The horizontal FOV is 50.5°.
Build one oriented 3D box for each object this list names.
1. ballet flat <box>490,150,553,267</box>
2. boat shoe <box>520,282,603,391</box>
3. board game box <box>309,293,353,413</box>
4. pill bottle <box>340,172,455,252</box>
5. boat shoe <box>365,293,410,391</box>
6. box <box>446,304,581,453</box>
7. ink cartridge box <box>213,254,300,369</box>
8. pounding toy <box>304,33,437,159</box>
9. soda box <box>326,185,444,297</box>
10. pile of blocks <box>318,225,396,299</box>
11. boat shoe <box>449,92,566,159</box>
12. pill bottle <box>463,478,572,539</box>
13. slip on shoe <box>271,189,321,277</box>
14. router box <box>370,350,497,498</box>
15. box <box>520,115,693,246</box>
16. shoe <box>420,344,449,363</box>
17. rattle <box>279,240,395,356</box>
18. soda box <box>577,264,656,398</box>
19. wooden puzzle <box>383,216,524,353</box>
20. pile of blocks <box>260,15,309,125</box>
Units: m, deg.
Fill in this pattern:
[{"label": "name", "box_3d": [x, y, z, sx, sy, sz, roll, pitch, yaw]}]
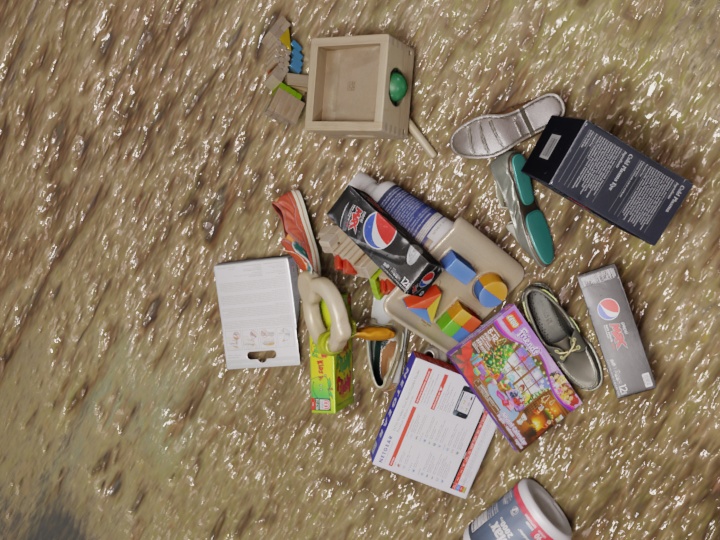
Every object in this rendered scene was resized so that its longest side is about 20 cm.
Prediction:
[{"label": "ballet flat", "box_3d": [0.269, -0.099, 1.283, 0.063, 0.067, 0.203, -16, 92, 47]}, {"label": "boat shoe", "box_3d": [0.330, 0.113, 1.262, 0.072, 0.060, 0.203, -34, 81, 17]}, {"label": "board game box", "box_3d": [-0.052, 0.146, 1.375, 0.047, 0.101, 0.204, -2, 91, 18]}, {"label": "pill bottle", "box_3d": [0.062, -0.083, 1.323, 0.199, 0.111, 0.112, 35, 102, 14]}, {"label": "boat shoe", "box_3d": [0.049, 0.112, 1.354, 0.074, 0.068, 0.204, -4, 87, 21]}, {"label": "box", "box_3d": [0.253, 0.177, 1.258, 0.136, 0.039, 0.201, -37, 94, -5]}, {"label": "ink cartridge box", "box_3d": [-0.190, 0.079, 1.455, 0.160, 0.057, 0.203, -6, 98, 19]}, {"label": "pounding toy", "box_3d": [0.025, -0.298, 1.332, 0.197, 0.142, 0.187, 6, 93, 29]}, {"label": "soda box", "box_3d": [0.038, -0.048, 1.220, 0.200, 0.071, 0.064, 45, 104, 25]}, {"label": "pile of blocks", "box_3d": [0.000, 0.000, 1.311, 0.199, 0.062, 0.083, 33, 146, 18]}, {"label": "boat shoe", "box_3d": [0.248, -0.236, 1.279, 0.197, 0.068, 0.073, -16, 95, 17]}, {"label": "pill bottle", "box_3d": [0.242, 0.455, 1.274, 0.200, 0.119, 0.120, -46, 78, 15]}, {"label": "slip on shoe", "box_3d": [-0.114, -0.048, 1.400, 0.060, 0.074, 0.203, -16, 80, -11]}, {"label": "router box", "box_3d": [0.135, 0.263, 1.304, 0.177, 0.049, 0.203, 22, 97, -7]}, {"label": "box", "box_3d": [0.360, -0.140, 1.145, 0.180, 0.200, 0.105, 28, 102, -6]}, {"label": "shoe", "box_3d": [0.096, 0.222, 1.351, 0.069, 0.053, 0.203, 24, 99, 17]}, {"label": "rattle", "box_3d": [-0.037, 0.032, 1.287, 0.141, 0.131, 0.202, -19, 65, -13]}, {"label": "soda box", "box_3d": [0.408, 0.095, 1.220, 0.062, 0.071, 0.203, -18, 84, 17]}, {"label": "wooden puzzle", "box_3d": [0.162, 0.037, 1.268, 0.201, 0.184, 0.046, -50, 33, 11]}, {"label": "pile of blocks", "box_3d": [-0.143, -0.364, 1.422, 0.062, 0.081, 0.204, -16, 73, 61]}]
